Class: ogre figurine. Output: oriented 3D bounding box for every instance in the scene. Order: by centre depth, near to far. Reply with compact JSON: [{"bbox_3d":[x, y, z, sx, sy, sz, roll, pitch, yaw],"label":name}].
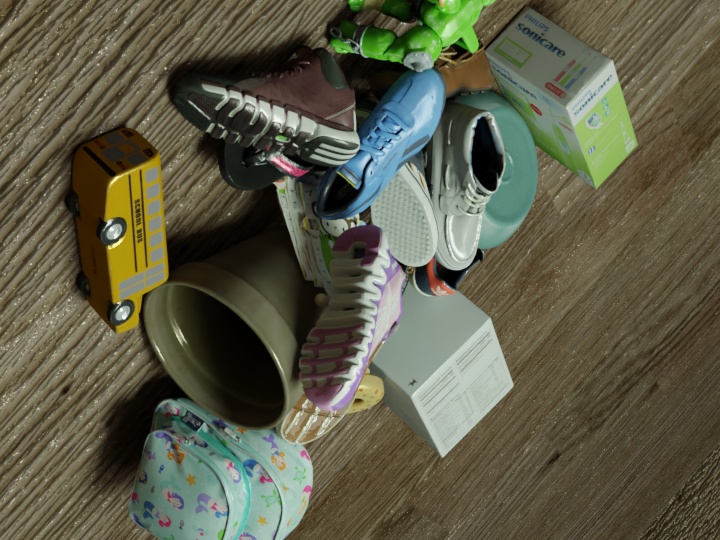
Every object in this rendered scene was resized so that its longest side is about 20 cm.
[{"bbox_3d":[0.073,-0.284,1.289,0.199,0.120,0.099,-34,145,-24],"label":"ogre figurine"}]

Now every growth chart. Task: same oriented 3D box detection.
[{"bbox_3d":[-0.035,-0.045,1.367,0.018,0.202,0.144,-29,167,37],"label":"growth chart"}]

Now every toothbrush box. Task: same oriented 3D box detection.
[{"bbox_3d":[0.255,-0.215,1.554,0.086,0.145,0.200,-45,148,-5],"label":"toothbrush box"}]

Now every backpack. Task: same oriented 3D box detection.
[{"bbox_3d":[-0.161,0.243,1.430,0.151,0.199,0.179,-45,159,-59],"label":"backpack"}]

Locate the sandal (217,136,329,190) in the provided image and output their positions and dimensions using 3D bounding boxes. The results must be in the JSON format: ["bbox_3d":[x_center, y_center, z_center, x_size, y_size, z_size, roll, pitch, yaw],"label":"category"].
[{"bbox_3d":[-0.073,-0.131,1.312,0.199,0.045,0.076,-16,99,-48],"label":"sandal"}]

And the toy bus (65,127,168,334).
[{"bbox_3d":[-0.237,-0.035,1.220,0.078,0.065,0.201,-29,142,-31],"label":"toy bus"}]

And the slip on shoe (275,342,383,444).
[{"bbox_3d":[-0.036,0.107,1.420,0.076,0.060,0.201,37,82,-36],"label":"slip on shoe"}]

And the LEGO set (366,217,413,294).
[{"bbox_3d":[0.000,0.000,1.534,0.154,0.115,0.201,-55,169,-57],"label":"LEGO set"}]

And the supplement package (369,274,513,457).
[{"bbox_3d":[0.095,0.121,1.695,0.151,0.152,0.200,-43,147,-11],"label":"supplement package"}]

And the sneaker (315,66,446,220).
[{"bbox_3d":[0.020,-0.129,1.307,0.200,0.066,0.078,-51,175,26],"label":"sneaker"}]

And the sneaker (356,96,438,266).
[{"bbox_3d":[0.044,-0.106,1.411,0.201,0.078,0.080,66,33,-23],"label":"sneaker"}]

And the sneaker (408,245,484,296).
[{"bbox_3d":[0.137,-0.056,1.587,0.075,0.084,0.202,26,83,-30],"label":"sneaker"}]

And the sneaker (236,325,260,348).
[{"bbox_3d":[-0.100,0.100,1.532,0.199,0.076,0.089,7,131,-46],"label":"sneaker"}]

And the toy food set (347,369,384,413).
[{"bbox_3d":[-0.077,0.167,1.565,0.196,0.049,0.200,-25,162,14],"label":"toy food set"}]

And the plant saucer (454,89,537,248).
[{"bbox_3d":[0.167,-0.128,1.542,0.199,0.036,0.202,-1,91,-48],"label":"plant saucer"}]

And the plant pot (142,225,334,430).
[{"bbox_3d":[-0.109,0.044,1.363,0.174,0.199,0.201,-45,151,-37],"label":"plant pot"}]

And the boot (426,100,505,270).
[{"bbox_3d":[0.122,-0.091,1.424,0.073,0.095,0.202,-14,108,-24],"label":"boot"}]

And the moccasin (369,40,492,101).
[{"bbox_3d":[0.082,-0.229,1.398,0.200,0.073,0.079,-18,105,-43],"label":"moccasin"}]

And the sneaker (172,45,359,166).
[{"bbox_3d":[-0.091,-0.185,1.249,0.198,0.117,0.076,17,152,-26],"label":"sneaker"}]

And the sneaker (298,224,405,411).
[{"bbox_3d":[0.002,0.057,1.288,0.088,0.080,0.202,43,55,-46],"label":"sneaker"}]
